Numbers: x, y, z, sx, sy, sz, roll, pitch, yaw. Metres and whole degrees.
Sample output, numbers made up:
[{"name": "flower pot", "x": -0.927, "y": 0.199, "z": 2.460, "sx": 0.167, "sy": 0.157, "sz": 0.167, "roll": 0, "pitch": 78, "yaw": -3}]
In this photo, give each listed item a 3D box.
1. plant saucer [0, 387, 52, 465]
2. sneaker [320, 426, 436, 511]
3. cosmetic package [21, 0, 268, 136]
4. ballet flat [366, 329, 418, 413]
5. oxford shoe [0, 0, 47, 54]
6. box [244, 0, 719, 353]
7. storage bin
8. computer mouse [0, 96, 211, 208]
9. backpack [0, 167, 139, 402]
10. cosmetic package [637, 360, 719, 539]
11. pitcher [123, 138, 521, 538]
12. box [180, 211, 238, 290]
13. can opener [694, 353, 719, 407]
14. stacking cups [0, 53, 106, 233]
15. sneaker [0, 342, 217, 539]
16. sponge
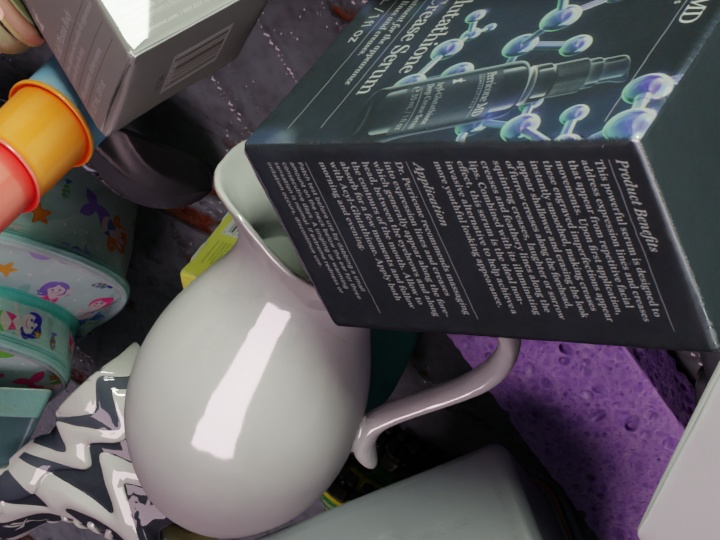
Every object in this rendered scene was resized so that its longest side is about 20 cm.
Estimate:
[{"name": "plant saucer", "x": -0.232, "y": 0.098, "z": 1.140, "sx": 0.069, "sy": 0.019, "sz": 0.200, "roll": 2, "pitch": 164, "yaw": -14}, {"name": "sneaker", "x": 0.061, "y": 0.165, "z": 1.124, "sx": 0.199, "sy": 0.078, "sz": 0.085, "roll": 32, "pitch": 152, "yaw": 24}, {"name": "cosmetic package", "x": -0.126, "y": -0.177, "z": 0.829, "sx": 0.201, "sy": 0.090, "sz": 0.107, "roll": 55, "pitch": 160, "yaw": 5}, {"name": "ballet flat", "x": 0.000, "y": 0.000, "z": 1.005, "sx": 0.067, "sy": 0.067, "sz": 0.201, "roll": 46, "pitch": 146, "yaw": 27}, {"name": "oxford shoe", "x": -0.204, "y": -0.133, "z": 0.939, "sx": 0.071, "sy": 0.074, "sz": 0.200, "roll": 54, "pitch": 175, "yaw": -24}, {"name": "box", "x": 0.079, "y": -0.057, "z": 0.790, "sx": 0.199, "sy": 0.149, "sz": 0.107, "roll": 2, "pitch": 132, "yaw": 39}, {"name": "storage bin", "x": 0.029, "y": 0.182, "z": 0.996, "sx": 0.134, "sy": 0.199, "sz": 0.146, "roll": 59, "pitch": -171, "yaw": -65}, {"name": "computer mouse", "x": -0.172, "y": -0.075, "z": 1.016, "sx": 0.199, "sy": 0.034, "sz": 0.059, "roll": 22, "pitch": 176, "yaw": -21}, {"name": "backpack", "x": -0.229, "y": -0.003, "z": 1.106, "sx": 0.177, "sy": 0.152, "sz": 0.200, "roll": 19, "pitch": 147, "yaw": -30}, {"name": "cosmetic package", "x": 0.235, "y": 0.032, "z": 0.710, "sx": 0.167, "sy": 0.200, "sz": 0.167, "roll": 30, "pitch": 144, "yaw": 12}, {"name": "pitcher", "x": -0.025, "y": 0.053, "z": 0.937, "sx": 0.171, "sy": 0.121, "sz": 0.201, "roll": 27, "pitch": 128, "yaw": 1}, {"name": "box", "x": -0.055, "y": 0.054, "z": 1.093, "sx": 0.050, "sy": 0.075, "sz": 0.201, "roll": 17, "pitch": 138, "yaw": 22}, {"name": "can opener", "x": 0.182, "y": 0.043, "z": 0.883, "sx": 0.078, "sy": 0.064, "sz": 0.201, "roll": 2, "pitch": 131, "yaw": 32}, {"name": "stacking cups", "x": -0.136, "y": -0.086, "z": 0.900, "sx": 0.060, "sy": 0.200, "sz": 0.061, "roll": 22, "pitch": 139, "yaw": 20}, {"name": "sneaker", "x": -0.150, "y": 0.145, "z": 1.141, "sx": 0.130, "sy": 0.079, "sz": 0.199, "roll": 48, "pitch": 125, "yaw": 3}, {"name": "sponge", "x": 0.135, "y": 0.081, "z": 0.994, "sx": 0.111, "sy": 0.030, "sz": 0.200, "roll": -14, "pitch": 120, "yaw": 48}]
